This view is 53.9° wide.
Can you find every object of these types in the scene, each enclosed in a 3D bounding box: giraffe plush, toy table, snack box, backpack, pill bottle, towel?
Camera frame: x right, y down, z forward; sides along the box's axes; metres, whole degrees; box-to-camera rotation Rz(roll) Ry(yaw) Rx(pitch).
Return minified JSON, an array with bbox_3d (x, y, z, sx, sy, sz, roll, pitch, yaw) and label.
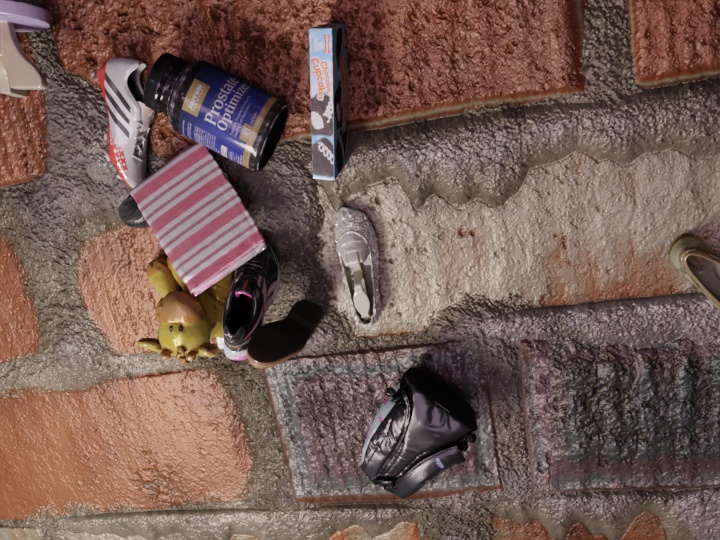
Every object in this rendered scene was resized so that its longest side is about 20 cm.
[{"bbox_3d":[-0.284,0.076,1.161,0.169,0.163,0.204,-21,106,17],"label":"giraffe plush"},{"bbox_3d":[-0.562,-0.333,1.061,0.195,0.183,0.121,3,95,17],"label":"toy table"},{"bbox_3d":[-0.043,-0.246,1.022,0.036,0.117,0.205,3,112,8],"label":"snack box"},{"bbox_3d":[0.090,0.280,1.196,0.166,0.126,0.202,37,114,7],"label":"backpack"},{"bbox_3d":[-0.216,-0.240,1.057,0.196,0.112,0.114,26,113,-1],"label":"pill bottle"},{"bbox_3d":[-0.254,-0.083,1.113,0.145,0.030,0.203,-33,86,-3],"label":"towel"}]

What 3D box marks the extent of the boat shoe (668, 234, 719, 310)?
[{"bbox_3d":[0.547,0.025,1.050,0.199,0.063,0.074,39,113,-6],"label":"boat shoe"}]

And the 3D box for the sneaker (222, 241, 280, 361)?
[{"bbox_3d":[-0.173,0.035,1.118,0.078,0.205,0.087,4,153,0],"label":"sneaker"}]

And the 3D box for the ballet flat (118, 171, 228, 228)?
[{"bbox_3d":[-0.305,-0.122,1.161,0.195,0.057,0.068,-17,85,10],"label":"ballet flat"}]

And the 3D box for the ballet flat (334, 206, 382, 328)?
[{"bbox_3d":[0.000,0.000,1.137,0.070,0.072,0.205,-8,109,13],"label":"ballet flat"}]

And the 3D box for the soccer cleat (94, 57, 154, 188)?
[{"bbox_3d":[-0.357,-0.229,1.112,0.083,0.069,0.206,-2,106,15],"label":"soccer cleat"}]

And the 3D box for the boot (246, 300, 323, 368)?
[{"bbox_3d":[-0.123,0.120,1.132,0.073,0.200,0.077,32,116,11],"label":"boot"}]
